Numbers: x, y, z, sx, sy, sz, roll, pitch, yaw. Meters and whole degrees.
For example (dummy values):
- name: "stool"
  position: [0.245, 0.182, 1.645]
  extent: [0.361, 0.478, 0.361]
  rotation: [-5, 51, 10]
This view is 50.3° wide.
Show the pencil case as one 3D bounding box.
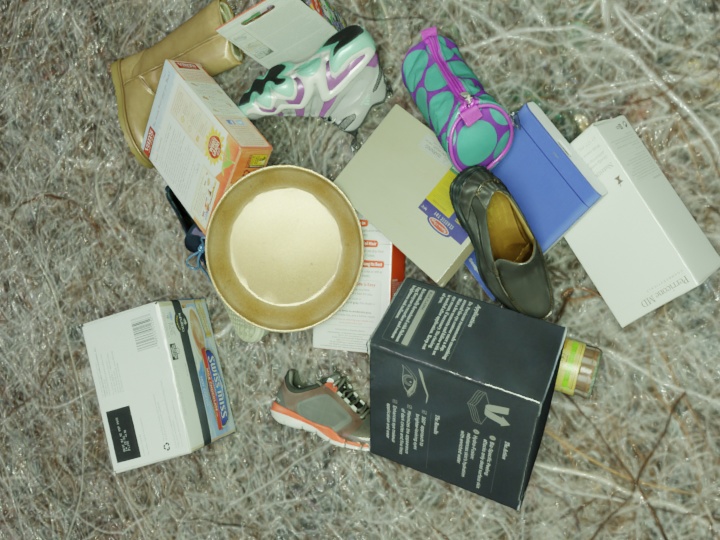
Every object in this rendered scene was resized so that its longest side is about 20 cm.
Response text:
- name: "pencil case"
  position: [0.110, -0.198, 0.890]
  extent: [0.083, 0.094, 0.202]
  rotation: [-19, 41, -2]

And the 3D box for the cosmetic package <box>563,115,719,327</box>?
- name: "cosmetic package"
  position: [0.295, -0.055, 0.862]
  extent: [0.113, 0.080, 0.203]
  rotation: [-43, 73, 46]

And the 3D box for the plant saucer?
- name: "plant saucer"
  position: [-0.093, -0.028, 0.950]
  extent: [0.194, 0.035, 0.206]
  rotation: [0, 99, -2]

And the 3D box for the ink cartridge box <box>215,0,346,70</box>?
- name: "ink cartridge box"
  position: [-0.094, -0.306, 0.954]
  extent: [0.107, 0.199, 0.052]
  rotation: [-23, 78, 18]

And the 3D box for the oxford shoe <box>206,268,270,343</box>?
- name: "oxford shoe"
  position: [-0.166, 0.009, 1.065]
  extent: [0.075, 0.057, 0.203]
  rotation: [-45, 61, 36]

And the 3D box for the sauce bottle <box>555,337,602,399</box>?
- name: "sauce bottle"
  position: [0.189, 0.097, 0.931]
  extent: [0.195, 0.064, 0.067]
  rotation: [15, 96, 19]

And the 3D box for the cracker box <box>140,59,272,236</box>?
- name: "cracker box"
  position: [-0.204, -0.160, 0.993]
  extent: [0.201, 0.057, 0.136]
  rotation: [49, 127, 29]

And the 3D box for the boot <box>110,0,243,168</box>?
- name: "boot"
  position: [-0.253, -0.263, 1.086]
  extent: [0.196, 0.066, 0.180]
  rotation: [-20, 85, 18]

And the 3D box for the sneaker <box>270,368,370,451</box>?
- name: "sneaker"
  position: [-0.027, 0.179, 1.007]
  extent: [0.195, 0.077, 0.084]
  rotation: [14, 89, 18]

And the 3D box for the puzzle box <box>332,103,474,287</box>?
- name: "puzzle box"
  position: [0.069, -0.092, 0.915]
  extent: [0.134, 0.025, 0.200]
  rotation: [-48, 61, 3]

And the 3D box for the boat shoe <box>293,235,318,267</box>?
- name: "boat shoe"
  position: [-0.134, -0.066, 1.020]
  extent: [0.199, 0.064, 0.075]
  rotation: [41, 123, 32]

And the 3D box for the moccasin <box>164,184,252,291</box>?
- name: "moccasin"
  position: [-0.209, -0.040, 1.025]
  extent: [0.201, 0.067, 0.081]
  rotation: [50, 118, 33]

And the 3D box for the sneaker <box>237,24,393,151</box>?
- name: "sneaker"
  position: [-0.050, -0.208, 0.993]
  extent: [0.196, 0.079, 0.141]
  rotation: [-22, 127, 17]

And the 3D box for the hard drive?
- name: "hard drive"
  position: [0.178, -0.075, 0.899]
  extent: [0.133, 0.025, 0.201]
  rotation: [54, 136, 16]

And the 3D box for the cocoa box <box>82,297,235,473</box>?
- name: "cocoa box"
  position: [-0.276, 0.153, 1.064]
  extent: [0.130, 0.131, 0.206]
  rotation: [-16, 85, 18]

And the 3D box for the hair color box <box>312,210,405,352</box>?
- name: "hair color box"
  position: [0.000, 0.000, 0.998]
  extent: [0.108, 0.064, 0.206]
  rotation: [3, 93, 22]

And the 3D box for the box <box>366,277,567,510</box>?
- name: "box"
  position: [0.117, 0.142, 0.883]
  extent: [0.195, 0.118, 0.200]
  rotation: [18, 136, 19]

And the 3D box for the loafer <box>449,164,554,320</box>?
- name: "loafer"
  position: [0.163, -0.017, 0.835]
  extent: [0.072, 0.072, 0.202]
  rotation: [-37, 114, -2]
